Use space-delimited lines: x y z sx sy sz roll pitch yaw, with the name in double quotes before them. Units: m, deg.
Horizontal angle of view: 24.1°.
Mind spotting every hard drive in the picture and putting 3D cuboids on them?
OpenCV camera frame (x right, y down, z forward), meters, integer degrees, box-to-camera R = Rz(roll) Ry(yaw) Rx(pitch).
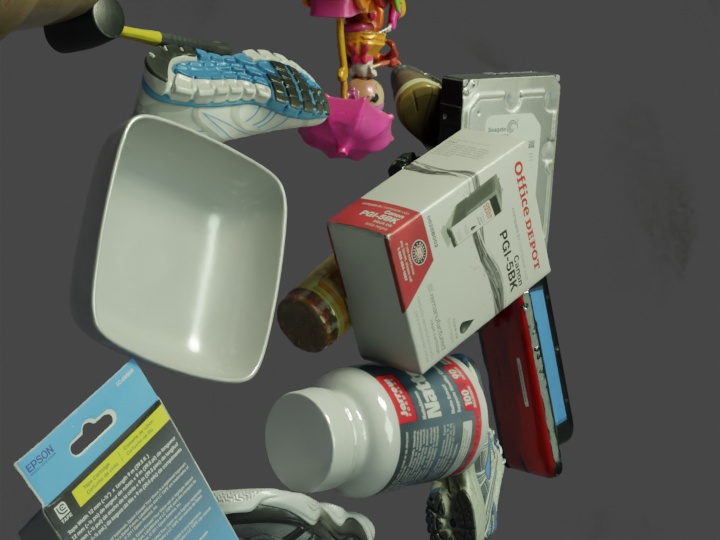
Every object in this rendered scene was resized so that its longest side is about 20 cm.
"hard drive" 0.135 -0.095 1.680 0.139 0.038 0.203 -7 106 -40

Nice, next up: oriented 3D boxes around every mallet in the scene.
"mallet" -0.189 -0.199 1.452 0.199 0.065 0.042 5 79 -61

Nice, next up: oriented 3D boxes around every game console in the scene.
"game console" 0.193 0.098 1.757 0.117 0.172 0.203 -13 95 -19

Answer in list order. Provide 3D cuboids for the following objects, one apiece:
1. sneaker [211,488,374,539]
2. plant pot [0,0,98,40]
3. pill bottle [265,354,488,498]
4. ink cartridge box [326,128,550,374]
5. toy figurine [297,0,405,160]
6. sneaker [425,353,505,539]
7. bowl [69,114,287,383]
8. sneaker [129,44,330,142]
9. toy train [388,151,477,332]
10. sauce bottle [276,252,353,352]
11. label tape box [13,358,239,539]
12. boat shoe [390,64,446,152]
"sneaker" -0.063 0.260 1.489 0.199 0.075 0.115 24 65 -45
"plant pot" -0.274 -0.254 1.274 0.174 0.198 0.203 2 83 -63
"pill bottle" 0.014 0.145 1.553 0.199 0.119 0.121 -6 89 -46
"ink cartridge box" 0.077 -0.021 1.556 0.199 0.082 0.148 -36 123 -35
"toy figurine" -0.008 -0.199 1.599 0.200 0.148 0.187 -30 122 -69
"sneaker" 0.104 0.182 1.690 0.085 0.076 0.203 -7 97 -56
"bowl" -0.161 -0.011 1.424 0.199 0.074 0.203 23 68 -42
"sneaker" -0.118 -0.143 1.482 0.198 0.087 0.075 3 44 -37
"toy train" 0.075 -0.022 1.702 0.046 0.034 0.202 -36 110 -39
"sauce bottle" 0.000 0.000 1.599 0.200 0.066 0.066 -45 116 -40
"label tape box" -0.198 0.194 1.366 0.143 0.066 0.201 -45 115 -39
"boat shoe" 0.096 -0.143 1.714 0.200 0.073 0.065 47 18 -46
